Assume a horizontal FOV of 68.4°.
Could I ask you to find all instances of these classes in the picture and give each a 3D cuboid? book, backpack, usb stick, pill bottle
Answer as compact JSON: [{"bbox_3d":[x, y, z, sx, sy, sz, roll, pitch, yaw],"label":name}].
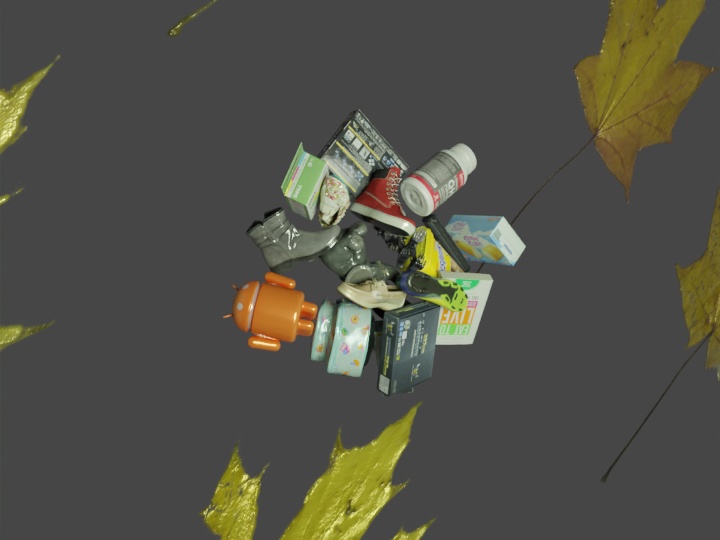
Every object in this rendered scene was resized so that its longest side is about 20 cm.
[{"bbox_3d":[0.244,0.096,1.339,0.131,0.048,0.203,3,123,-8],"label":"book"},{"bbox_3d":[-0.039,0.153,1.228,0.150,0.200,0.180,12,91,-11],"label":"backpack"},{"bbox_3d":[0.233,-0.072,1.437,0.033,0.055,0.201,-47,115,-17],"label":"usb stick"},{"bbox_3d":[0.206,-0.241,1.371,0.199,0.110,0.112,-40,112,-19],"label":"pill bottle"}]

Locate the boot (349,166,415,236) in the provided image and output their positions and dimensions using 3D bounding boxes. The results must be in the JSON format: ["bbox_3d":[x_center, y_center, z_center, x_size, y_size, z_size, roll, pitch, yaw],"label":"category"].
[{"bbox_3d":[0.075,-0.165,1.204,0.072,0.199,0.146,38,85,-44],"label":"boot"}]

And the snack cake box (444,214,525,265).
[{"bbox_3d":[0.321,-0.083,1.402,0.115,0.199,0.068,44,76,-25],"label":"snack cake box"}]

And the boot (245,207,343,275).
[{"bbox_3d":[-0.147,-0.085,1.179,0.197,0.070,0.133,-28,111,4],"label":"boot"}]

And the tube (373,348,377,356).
[{"bbox_3d":[0.120,0.171,1.409,0.199,0.052,0.058,-36,72,-18],"label":"tube"}]

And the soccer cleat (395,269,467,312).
[{"bbox_3d":[0.170,0.046,1.248,0.198,0.083,0.066,22,81,-29],"label":"soccer cleat"}]

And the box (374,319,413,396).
[{"bbox_3d":[0.080,0.221,1.345,0.081,0.049,0.203,-9,117,1],"label":"box"}]

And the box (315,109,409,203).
[{"bbox_3d":[0.007,-0.259,1.294,0.200,0.049,0.162,42,75,-26],"label":"box"}]

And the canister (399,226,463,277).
[{"bbox_3d":[0.196,0.005,1.384,0.200,0.086,0.150,43,38,-28],"label":"canister"}]

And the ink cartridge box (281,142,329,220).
[{"bbox_3d":[-0.115,-0.186,1.148,0.058,0.200,0.105,24,83,2],"label":"ink cartridge box"}]

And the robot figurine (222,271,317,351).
[{"bbox_3d":[-0.195,0.091,1.163,0.196,0.117,0.147,14,106,-4],"label":"robot figurine"}]

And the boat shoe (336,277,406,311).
[{"bbox_3d":[0.029,0.047,1.203,0.198,0.072,0.066,17,101,-40],"label":"boat shoe"}]

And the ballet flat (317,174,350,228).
[{"bbox_3d":[-0.064,-0.143,1.191,0.075,0.200,0.064,32,75,6],"label":"ballet flat"}]

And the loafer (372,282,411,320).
[{"bbox_3d":[0.092,0.100,1.364,0.073,0.071,0.201,-38,96,27],"label":"loafer"}]

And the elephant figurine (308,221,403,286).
[{"bbox_3d":[0.000,0.000,1.268,0.202,0.153,0.142,62,38,-17],"label":"elephant figurine"}]

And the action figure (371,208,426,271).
[{"bbox_3d":[0.100,-0.085,1.274,0.118,0.201,0.102,26,115,-33],"label":"action figure"}]

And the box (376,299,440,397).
[{"bbox_3d":[0.116,0.183,1.264,0.156,0.051,0.204,-11,114,-44],"label":"box"}]
